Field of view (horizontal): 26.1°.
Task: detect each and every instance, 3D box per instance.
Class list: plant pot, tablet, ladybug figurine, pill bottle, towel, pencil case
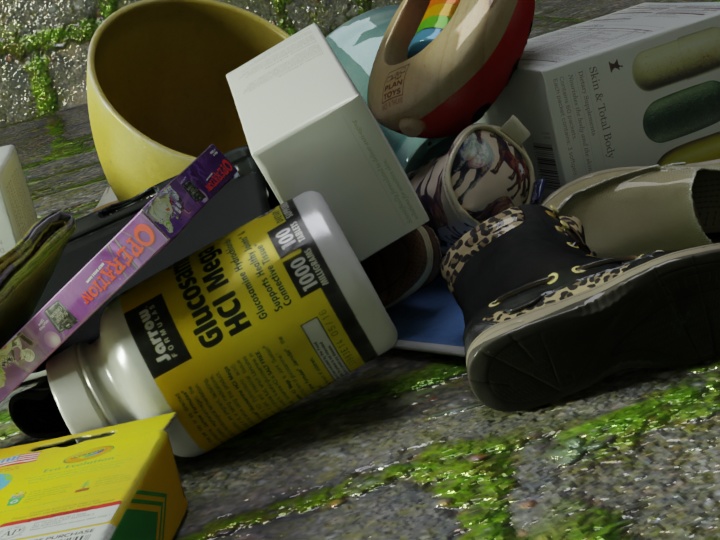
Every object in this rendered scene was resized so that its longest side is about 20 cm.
[{"bbox_3d":[0.048,-0.112,1.349,0.200,0.201,0.134,-21,42,-24],"label":"plant pot"},{"bbox_3d":[0.085,0.031,1.076,0.130,0.014,0.200,-25,17,-35],"label":"tablet"},{"bbox_3d":[0.074,-0.171,1.163,0.136,0.072,0.200,-16,42,51],"label":"ladybug figurine"},{"bbox_3d":[-0.087,0.044,0.962,0.200,0.113,0.112,-29,15,0],"label":"pill bottle"},{"bbox_3d":[-0.139,-0.108,1.289,0.199,0.142,0.200,12,45,-13],"label":"plant pot"},{"bbox_3d":[-0.252,0.056,1.003,0.200,0.023,0.144,-55,2,37],"label":"towel"},{"bbox_3d":[0.059,-0.050,1.176,0.089,0.078,0.200,-44,8,-24],"label":"pencil case"}]

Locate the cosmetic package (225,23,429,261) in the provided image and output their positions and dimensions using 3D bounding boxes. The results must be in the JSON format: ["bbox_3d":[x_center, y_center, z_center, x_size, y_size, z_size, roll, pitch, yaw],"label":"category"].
[{"bbox_3d":[-0.028,-0.089,1.093,0.085,0.108,0.200,-30,25,1],"label":"cosmetic package"}]

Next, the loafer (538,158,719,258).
[{"bbox_3d":[0.215,-0.042,1.093,0.199,0.076,0.068,-15,3,-5],"label":"loafer"}]

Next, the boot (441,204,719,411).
[{"bbox_3d":[0.147,0.006,0.955,0.199,0.073,0.151,-21,26,1],"label":"boot"}]

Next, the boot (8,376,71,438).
[{"bbox_3d":[-0.139,0.063,1.098,0.199,0.070,0.132,-23,15,13],"label":"boot"}]

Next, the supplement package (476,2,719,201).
[{"bbox_3d":[0.204,-0.117,1.237,0.199,0.152,0.151,-20,16,-21],"label":"supplement package"}]

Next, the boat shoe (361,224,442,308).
[{"bbox_3d":[-0.001,-0.006,1.159,0.075,0.075,0.202,-9,0,-40],"label":"boat shoe"}]

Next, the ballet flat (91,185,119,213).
[{"bbox_3d":[-0.203,-0.053,1.395,0.068,0.063,0.200,-19,-2,12],"label":"ballet flat"}]

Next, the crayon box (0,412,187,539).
[{"bbox_3d":[-0.168,0.143,0.829,0.127,0.051,0.200,-12,15,10],"label":"crayon box"}]

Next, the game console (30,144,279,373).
[{"bbox_3d":[-0.143,0.003,1.141,0.199,0.117,0.176,-23,-16,7],"label":"game console"}]

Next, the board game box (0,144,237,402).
[{"bbox_3d":[-0.165,0.010,0.958,0.200,0.032,0.120,-41,3,27],"label":"board game box"}]

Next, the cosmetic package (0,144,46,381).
[{"bbox_3d":[-0.348,0.006,1.290,0.167,0.167,0.200,-16,13,-6],"label":"cosmetic package"}]
